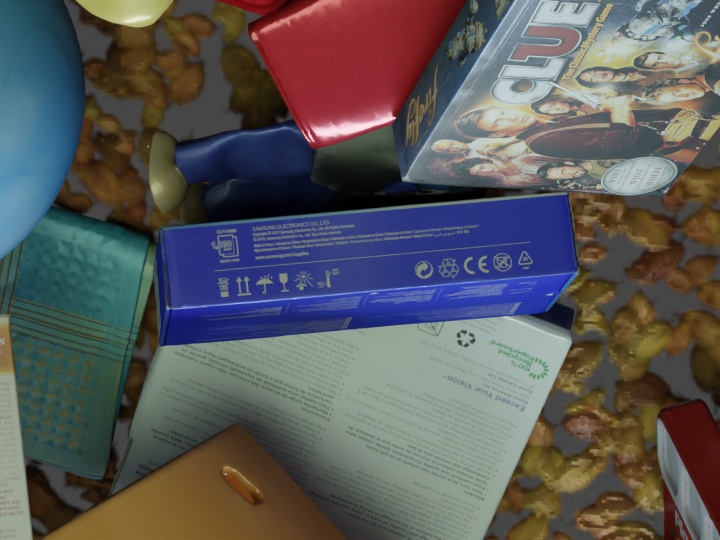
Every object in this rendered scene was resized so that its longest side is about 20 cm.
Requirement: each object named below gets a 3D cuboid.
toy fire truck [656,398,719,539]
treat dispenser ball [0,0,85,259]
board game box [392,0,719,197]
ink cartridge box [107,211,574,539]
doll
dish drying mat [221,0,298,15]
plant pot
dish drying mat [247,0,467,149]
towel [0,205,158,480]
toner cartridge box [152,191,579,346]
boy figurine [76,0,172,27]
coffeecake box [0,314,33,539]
[{"bbox_3d":[0.191,0.184,1.504,0.112,0.200,0.168,-13,129,-6],"label":"toy fire truck"},{"bbox_3d":[-0.234,-0.086,1.446,0.200,0.201,0.201,3,113,6],"label":"treat dispenser ball"},{"bbox_3d":[0.109,-0.098,1.321,0.135,0.035,0.200,3,151,-18],"label":"board game box"},{"bbox_3d":[-0.012,0.073,1.572,0.199,0.041,0.200,23,115,-1],"label":"ink cartridge box"},{"bbox_3d":[0.004,-0.051,1.458,0.199,0.049,0.137,-9,147,16],"label":"doll"},{"bbox_3d":[-0.105,-0.175,1.428,0.200,0.018,0.077,21,126,32],"label":"dish drying mat"},{"bbox_3d":[-0.085,0.170,1.512,0.200,0.200,0.140,-30,89,18],"label":"plant pot"},{"bbox_3d":[0.053,-0.120,1.367,0.200,0.018,0.077,-21,116,13],"label":"dish drying mat"},{"bbox_3d":[-0.214,0.019,1.588,0.199,0.022,0.147,17,114,1],"label":"towel"},{"bbox_3d":[0.000,0.000,1.463,0.199,0.095,0.043,-5,79,-8],"label":"toner cartridge box"},{"bbox_3d":[-0.161,-0.192,1.378,0.200,0.124,0.064,40,89,9],"label":"boy figurine"},{"bbox_3d":[-0.225,0.133,1.500,0.073,0.153,0.201,-3,82,-29],"label":"coffeecake box"}]
